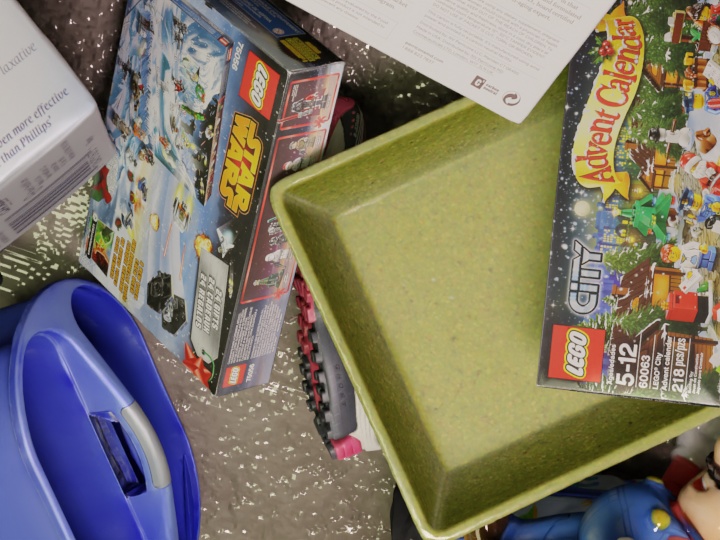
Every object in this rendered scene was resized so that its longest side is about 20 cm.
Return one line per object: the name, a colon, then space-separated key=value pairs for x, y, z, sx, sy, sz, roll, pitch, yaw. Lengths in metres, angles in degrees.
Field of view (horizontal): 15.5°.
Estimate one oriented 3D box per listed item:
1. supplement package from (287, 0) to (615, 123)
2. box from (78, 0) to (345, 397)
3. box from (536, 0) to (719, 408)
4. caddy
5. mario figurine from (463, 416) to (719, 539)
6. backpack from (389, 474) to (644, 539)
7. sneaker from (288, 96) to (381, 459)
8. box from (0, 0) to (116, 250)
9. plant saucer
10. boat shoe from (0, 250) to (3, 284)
supplement package: x=0.064 y=-0.209 z=1.206 sx=0.152 sy=0.151 sz=0.200 roll=27 pitch=124 yaw=-16
box: x=-0.081 y=-0.054 z=1.382 sx=0.137 sy=0.040 sz=0.200 roll=42 pitch=131 yaw=37
box: x=0.164 y=-0.035 z=1.291 sx=0.136 sy=0.038 sz=0.201 roll=6 pitch=89 yaw=8
caddy: x=-0.157 y=0.102 z=1.475 sx=0.105 sy=0.141 sz=0.200 roll=-10 pitch=115 yaw=28
mario figurine: x=0.149 y=0.116 z=1.328 sx=0.199 sy=0.124 sz=0.106 roll=-10 pitch=150 yaw=3
backpack: x=0.122 y=0.187 z=1.443 sx=0.199 sy=0.154 sz=0.164 roll=-6 pitch=110 yaw=7
sneaker: x=0.000 y=0.000 z=1.413 sx=0.074 sy=0.081 sz=0.200 roll=-12 pitch=114 yaw=-10
box: x=-0.225 y=-0.114 z=1.317 sx=0.105 sy=0.184 sz=0.200 roll=-39 pitch=88 yaw=-5
plant saucer: x=0.081 y=0.008 z=1.341 sx=0.200 sy=0.048 sz=0.200 roll=-24 pitch=92 yaw=-4
boat shoe: x=-0.234 y=-0.005 z=1.480 sx=0.066 sy=0.075 sz=0.199 roll=39 pitch=123 yaw=-8
